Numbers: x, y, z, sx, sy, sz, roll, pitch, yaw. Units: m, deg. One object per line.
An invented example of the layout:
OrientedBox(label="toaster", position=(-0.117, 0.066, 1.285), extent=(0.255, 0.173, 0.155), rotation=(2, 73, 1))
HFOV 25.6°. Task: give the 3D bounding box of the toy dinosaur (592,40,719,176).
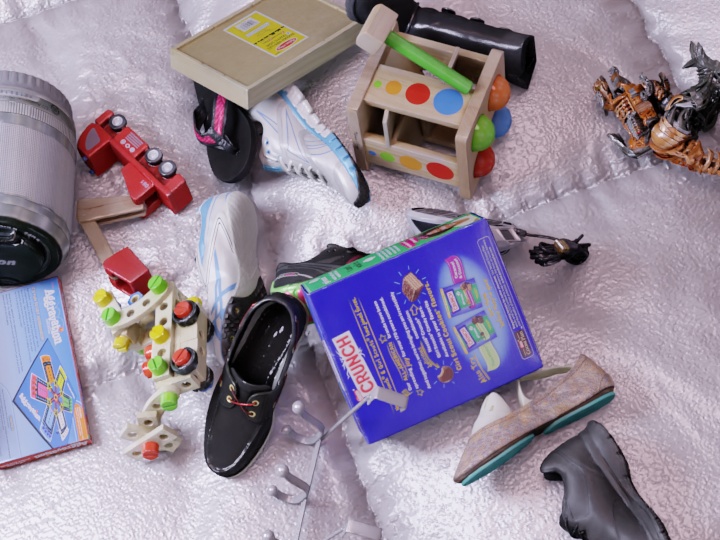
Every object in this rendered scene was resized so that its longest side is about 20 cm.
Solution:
OrientedBox(label="toy dinosaur", position=(0.352, -0.165, 1.749), extent=(0.200, 0.102, 0.136), rotation=(43, 89, 5))

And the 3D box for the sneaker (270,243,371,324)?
OrientedBox(label="sneaker", position=(0.000, 0.000, 1.693), extent=(0.198, 0.077, 0.084), rotation=(-7, 46, -10))

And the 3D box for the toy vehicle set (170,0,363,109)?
OrientedBox(label="toy vehicle set", position=(-0.105, -0.262, 1.821), extent=(0.124, 0.027, 0.200), rotation=(31, 49, 29))

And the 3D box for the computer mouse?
OrientedBox(label="computer mouse", position=(0.140, -0.031, 1.699), extent=(0.199, 0.109, 0.044), rotation=(12, 101, 23))

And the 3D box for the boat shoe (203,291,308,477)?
OrientedBox(label="boat shoe", position=(-0.115, 0.117, 1.620), extent=(0.073, 0.063, 0.203), rotation=(24, 94, 12))

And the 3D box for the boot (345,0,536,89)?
OrientedBox(label="boot", position=(0.095, -0.271, 1.781), extent=(0.199, 0.165, 0.066), rotation=(25, 94, 17))

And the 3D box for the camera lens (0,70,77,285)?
OrientedBox(label="camera lens", position=(-0.393, -0.096, 1.737), extent=(0.158, 0.160, 0.201), rotation=(-4, 60, 4))

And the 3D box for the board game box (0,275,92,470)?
OrientedBox(label="board game box", position=(-0.356, 0.108, 1.709), extent=(0.102, 0.019, 0.201), rotation=(-16, 62, -1))

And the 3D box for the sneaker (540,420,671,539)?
OrientedBox(label="sneaker", position=(0.246, 0.248, 1.550), extent=(0.090, 0.076, 0.201), rotation=(-29, 56, 2))

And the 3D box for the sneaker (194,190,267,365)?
OrientedBox(label="sneaker", position=(-0.144, 0.013, 1.716), extent=(0.072, 0.072, 0.202), rotation=(-20, 63, 36))

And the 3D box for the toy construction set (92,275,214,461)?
OrientedBox(label="toy construction set", position=(-0.215, 0.093, 1.653), extent=(0.130, 0.092, 0.201), rotation=(-19, 62, 17))

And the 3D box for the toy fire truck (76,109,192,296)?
OrientedBox(label="toy fire truck", position=(-0.268, -0.076, 1.778), extent=(0.141, 0.049, 0.200), rotation=(-42, 66, -15))

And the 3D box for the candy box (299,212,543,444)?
OrientedBox(label="candy box", position=(0.061, 0.057, 1.617), extent=(0.199, 0.077, 0.170), rotation=(-23, 98, -7))

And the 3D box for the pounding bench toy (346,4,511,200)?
OrientedBox(label="pounding bench toy", position=(0.080, -0.192, 1.714), extent=(0.155, 0.200, 0.125), rotation=(17, 65, 15))

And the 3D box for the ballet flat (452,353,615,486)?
OrientedBox(label="ballet flat", position=(0.164, 0.146, 1.606), extent=(0.199, 0.068, 0.067), rotation=(-27, 72, -19))

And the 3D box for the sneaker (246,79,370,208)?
OrientedBox(label="sneaker", position=(-0.064, -0.127, 1.777), extent=(0.086, 0.075, 0.200), rotation=(-37, 56, -6))

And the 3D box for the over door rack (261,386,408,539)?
OrientedBox(label="over door rack", position=(-0.040, 0.198, 1.536), extent=(0.066, 0.200, 0.149), rotation=(24, 62, -23))

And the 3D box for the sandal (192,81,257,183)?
OrientedBox(label="sandal", position=(-0.168, -0.181, 1.807), extent=(0.075, 0.045, 0.201), rotation=(-40, 52, 30))
